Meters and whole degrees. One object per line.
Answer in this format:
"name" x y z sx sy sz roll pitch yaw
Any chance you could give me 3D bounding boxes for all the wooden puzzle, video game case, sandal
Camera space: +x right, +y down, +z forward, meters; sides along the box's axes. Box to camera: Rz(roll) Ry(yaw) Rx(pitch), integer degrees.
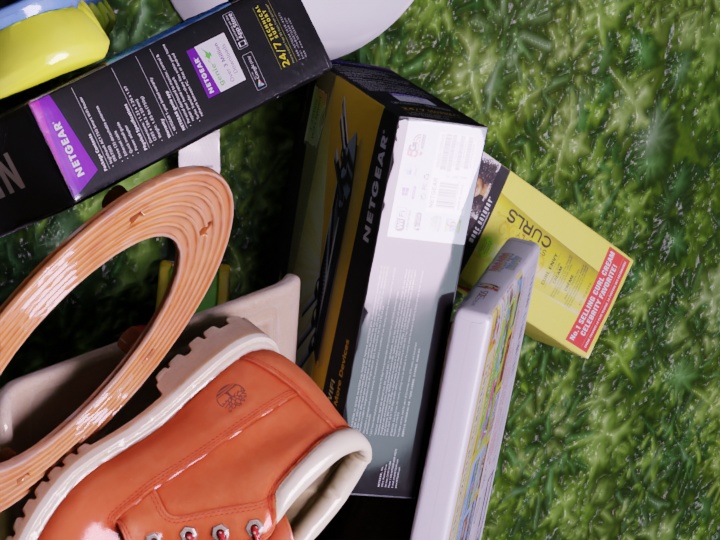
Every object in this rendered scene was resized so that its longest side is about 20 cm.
"wooden puzzle" -0.110 0.107 1.201 0.199 0.037 0.186 -24 130 -39
"video game case" 0.057 0.096 1.300 0.182 0.023 0.201 -46 148 -73
"sandal" -0.153 -0.130 1.049 0.079 0.200 0.088 -22 101 -9

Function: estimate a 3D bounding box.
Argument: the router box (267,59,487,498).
"router box" 0.000 0.000 1.267 0.052 0.157 0.201 6 103 -20

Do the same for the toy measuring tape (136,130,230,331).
"toy measuring tape" -0.088 0.017 1.246 0.073 0.073 0.201 -17 121 -40

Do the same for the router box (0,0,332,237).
"router box" -0.126 -0.062 1.086 0.149 0.200 0.051 -31 97 -34

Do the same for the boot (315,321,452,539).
"boot" -0.003 0.137 1.364 0.200 0.072 0.167 -46 153 -42

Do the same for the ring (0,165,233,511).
"ring" -0.128 0.032 1.036 0.200 0.019 0.201 -46 164 -18

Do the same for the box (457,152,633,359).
"box" 0.083 -0.016 1.427 0.200 0.050 0.076 33 82 -48

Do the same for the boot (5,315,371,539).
"boot" -0.086 0.121 1.116 0.200 0.107 0.075 -45 153 -14

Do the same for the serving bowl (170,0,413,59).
"serving bowl" -0.015 -0.199 1.240 0.199 0.066 0.201 -21 121 -38
